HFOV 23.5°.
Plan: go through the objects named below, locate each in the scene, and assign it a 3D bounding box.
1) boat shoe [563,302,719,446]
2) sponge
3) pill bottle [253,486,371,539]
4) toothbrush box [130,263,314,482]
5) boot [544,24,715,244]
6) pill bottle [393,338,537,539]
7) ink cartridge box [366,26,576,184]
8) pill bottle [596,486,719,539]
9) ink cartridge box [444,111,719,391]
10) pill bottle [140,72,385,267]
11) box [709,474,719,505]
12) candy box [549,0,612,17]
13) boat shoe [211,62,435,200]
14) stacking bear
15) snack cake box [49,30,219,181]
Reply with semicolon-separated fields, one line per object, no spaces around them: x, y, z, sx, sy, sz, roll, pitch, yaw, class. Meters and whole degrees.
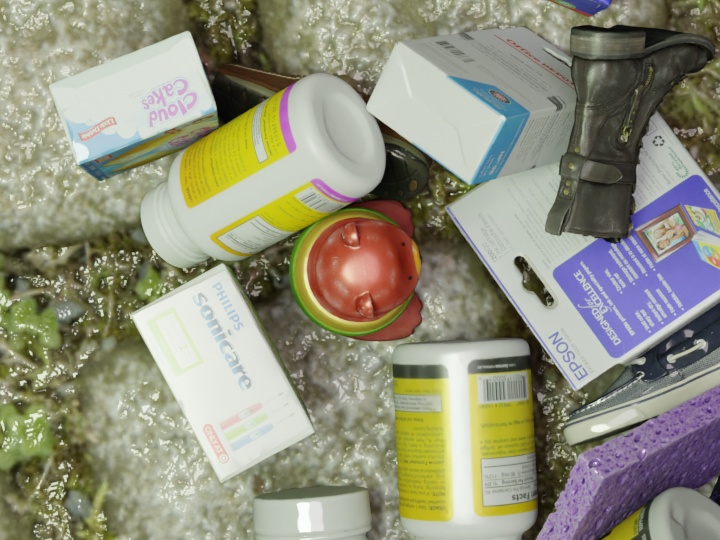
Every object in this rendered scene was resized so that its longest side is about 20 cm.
0.252;0.075;1.478;0.199;0.075;0.093;-22;80;-9;boat shoe
0.237;0.160;1.409;0.200;0.112;0.030;-21;54;-36;sponge
-0.033;0.282;1.419;0.114;0.114;0.201;-5;88;-4;pill bottle
-0.107;0.078;1.384;0.086;0.200;0.146;-28;91;-4;toothbrush box
0.214;-0.110;1.411;0.069;0.200;0.175;14;104;40;boot
0.087;0.159;1.430;0.114;0.114;0.201;-2;89;-4;pill bottle
0.113;-0.139;1.419;0.116;0.200;0.067;38;119;23;ink cartridge box
0.210;0.269;1.378;0.114;0.114;0.200;45;123;-1;pill bottle
0.205;-0.027;1.458;0.200;0.043;0.198;-33;73;-4;ink cartridge box
-0.084;-0.073;1.401;0.200;0.104;0.105;-26;90;32;pill bottle
0.367;0.182;1.449;0.106;0.122;0.201;25;88;-3;box
0.165;-0.340;1.474;0.169;0.077;0.201;23;86;-4;candy box
-0.027;-0.127;1.465;0.199;0.076;0.074;24;55;6;boat shoe
0.000;0.000;1.392;0.113;0.200;0.122;-6;89;-4;stacking bear
-0.175;-0.127;1.384;0.115;0.200;0.067;-20;90;-4;snack cake box
